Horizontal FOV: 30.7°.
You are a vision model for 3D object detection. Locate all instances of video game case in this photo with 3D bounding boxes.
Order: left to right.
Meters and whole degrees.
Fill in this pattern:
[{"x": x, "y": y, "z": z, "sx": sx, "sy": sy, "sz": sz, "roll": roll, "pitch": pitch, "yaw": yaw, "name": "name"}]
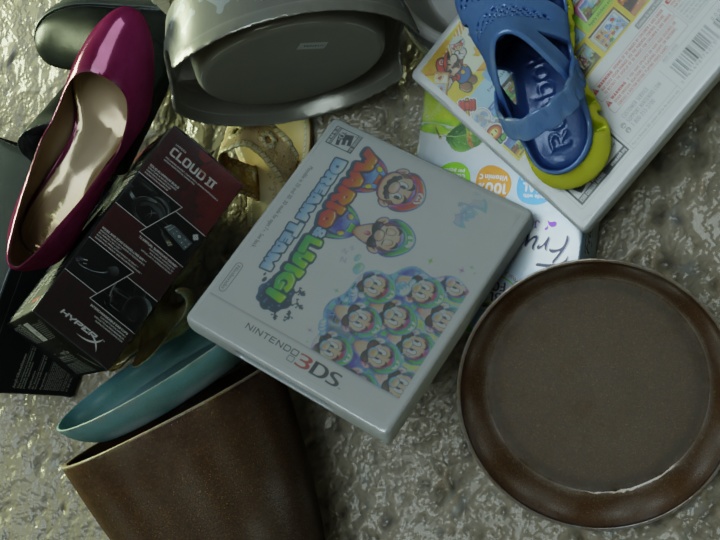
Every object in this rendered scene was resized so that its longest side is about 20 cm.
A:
[{"x": 0.000, "y": 0.000, "z": 0.953, "sx": 0.181, "sy": 0.024, "sz": 0.201, "roll": 27, "pitch": 69, "yaw": 24, "name": "video game case"}, {"x": 0.161, "y": -0.162, "z": 0.942, "sx": 0.182, "sy": 0.023, "sz": 0.201, "roll": 44, "pitch": 104, "yaw": 19, "name": "video game case"}]

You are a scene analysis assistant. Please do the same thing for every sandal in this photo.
[{"x": -0.085, "y": -0.086, "z": 1.085, "sx": 0.077, "sy": 0.069, "sz": 0.215, "roll": -10, "pitch": 80, "yaw": 24, "name": "sandal"}, {"x": 0.112, "y": -0.157, "z": 0.904, "sx": 0.079, "sy": 0.087, "sz": 0.202, "roll": -28, "pitch": 75, "yaw": 21, "name": "sandal"}]

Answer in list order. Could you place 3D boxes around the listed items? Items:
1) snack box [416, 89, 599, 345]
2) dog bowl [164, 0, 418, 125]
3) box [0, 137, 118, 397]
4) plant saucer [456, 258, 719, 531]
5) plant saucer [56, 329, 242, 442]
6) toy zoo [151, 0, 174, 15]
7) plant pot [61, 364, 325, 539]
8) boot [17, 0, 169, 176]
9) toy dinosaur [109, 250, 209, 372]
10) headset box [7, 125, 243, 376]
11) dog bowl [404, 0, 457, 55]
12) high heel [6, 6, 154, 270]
[{"x": 0.111, "y": -0.051, "z": 0.996, "sx": 0.140, "sy": 0.053, "sz": 0.203, "roll": 6, "pitch": 87, "yaw": 26, "name": "snack box"}, {"x": -0.055, "y": -0.174, "z": 0.978, "sx": 0.198, "sy": 0.200, "sz": 0.060, "roll": -19, "pitch": 76, "yaw": 22, "name": "dog bowl"}, {"x": -0.284, "y": 0.001, "z": 1.132, "sx": 0.078, "sy": 0.141, "sz": 0.203, "roll": 23, "pitch": 93, "yaw": 25, "name": "box"}, {"x": 0.168, "y": 0.086, "z": 0.932, "sx": 0.197, "sy": 0.032, "sz": 0.203, "roll": 2, "pitch": 105, "yaw": 9, "name": "plant saucer"}, {"x": -0.149, "y": 0.080, "z": 1.041, "sx": 0.199, "sy": 0.200, "sz": 0.028, "roll": -29, "pitch": 99, "yaw": 20, "name": "plant saucer"}, {"x": -0.080, "y": -0.211, "z": 1.012, "sx": 0.129, "sy": 0.200, "sz": 0.021, "roll": -15, "pitch": 77, "yaw": 9, "name": "toy zoo"}, {"x": -0.105, "y": 0.199, "z": 1.018, "sx": 0.185, "sy": 0.187, "sz": 0.202, "roll": -25, "pitch": 92, "yaw": 21, "name": "plant pot"}, {"x": -0.236, "y": -0.153, "z": 1.101, "sx": 0.162, "sy": 0.066, "sz": 0.202, "roll": -5, "pitch": 42, "yaw": 20, "name": "boot"}, {"x": -0.154, "y": 0.037, "z": 1.082, "sx": 0.058, "sy": 0.102, "sz": 0.199, "roll": 40, "pitch": 143, "yaw": -13, "name": "toy dinosaur"}, {"x": -0.185, "y": -0.019, "z": 1.046, "sx": 0.077, "sy": 0.148, "sz": 0.201, "roll": 40, "pitch": 70, "yaw": -14, "name": "headset box"}, {"x": 0.105, "y": -0.251, "z": 1.020, "sx": 0.197, "sy": 0.058, "sz": 0.203, "roll": -3, "pitch": 84, "yaw": 25, "name": "dog bowl"}, {"x": -0.204, "y": -0.092, "z": 0.955, "sx": 0.067, "sy": 0.096, "sz": 0.202, "roll": 21, "pitch": 112, "yaw": 1, "name": "high heel"}]
